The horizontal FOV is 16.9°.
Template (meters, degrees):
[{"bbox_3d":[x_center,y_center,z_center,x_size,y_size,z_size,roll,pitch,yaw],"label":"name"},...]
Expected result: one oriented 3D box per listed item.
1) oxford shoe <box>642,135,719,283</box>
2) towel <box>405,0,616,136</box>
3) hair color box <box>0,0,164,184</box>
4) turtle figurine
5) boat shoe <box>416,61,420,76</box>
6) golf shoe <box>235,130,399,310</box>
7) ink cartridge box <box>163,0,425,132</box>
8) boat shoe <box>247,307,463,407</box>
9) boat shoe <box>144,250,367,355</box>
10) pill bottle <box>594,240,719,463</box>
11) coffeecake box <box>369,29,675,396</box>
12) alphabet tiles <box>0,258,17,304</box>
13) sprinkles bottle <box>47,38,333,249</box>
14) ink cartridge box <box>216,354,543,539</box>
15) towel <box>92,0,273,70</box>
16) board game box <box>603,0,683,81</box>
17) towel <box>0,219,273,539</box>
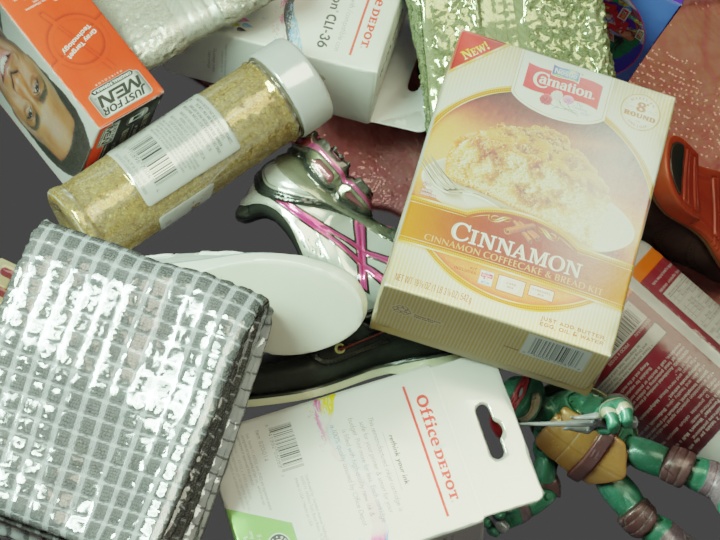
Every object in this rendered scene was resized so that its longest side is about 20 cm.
[{"bbox_3d":[0.227,-0.040,1.761,0.073,0.200,0.071,-10,61,26],"label":"oxford shoe"},{"bbox_3d":[0.108,-0.163,1.726,0.148,0.036,0.200,-9,90,-4],"label":"towel"},{"bbox_3d":[-0.228,-0.162,1.683,0.061,0.102,0.200,-34,77,-29],"label":"hair color box"},{"bbox_3d":[0.156,0.126,1.649,0.200,0.150,0.101,30,43,-3],"label":"turtle figurine"},{"bbox_3d":[0.108,-0.093,1.781,0.066,0.075,0.199,-22,72,-25],"label":"boat shoe"},{"bbox_3d":[0.000,0.000,1.706,0.092,0.073,0.200,-43,84,-3],"label":"golf shoe"},{"bbox_3d":[-0.032,-0.182,1.758,0.200,0.068,0.117,15,58,4],"label":"ink cartridge box"},{"bbox_3d":[-0.009,0.049,1.637,0.201,0.074,0.063,-14,100,0],"label":"boat shoe"},{"bbox_3d":[-0.086,0.016,1.616,0.069,0.200,0.072,-55,133,-59],"label":"boat shoe"},{"bbox_3d":[0.235,0.080,1.712,0.200,0.110,0.110,42,58,5],"label":"pill bottle"},{"bbox_3d":[0.108,-0.039,1.598,0.153,0.073,0.200,17,64,-1],"label":"coffeecake box"},{"bbox_3d":[-0.213,0.086,1.613,0.200,0.006,0.166,26,58,-5],"label":"alphabet tiles"},{"bbox_3d":[-0.116,-0.080,1.663,0.200,0.068,0.068,-35,78,-13],"label":"sprinkles bottle"},{"bbox_3d":[0.009,0.139,1.594,0.200,0.067,0.117,-17,69,-5],"label":"ink cartridge box"},{"bbox_3d":[-0.140,-0.233,1.729,0.133,0.034,0.200,-30,50,-3],"label":"towel"},{"bbox_3d":[0.127,-0.213,1.812,0.200,0.134,0.045,25,50,-6],"label":"board game box"},{"bbox_3d":[-0.162,0.085,1.534,0.166,0.086,0.200,18,79,7],"label":"towel"}]
